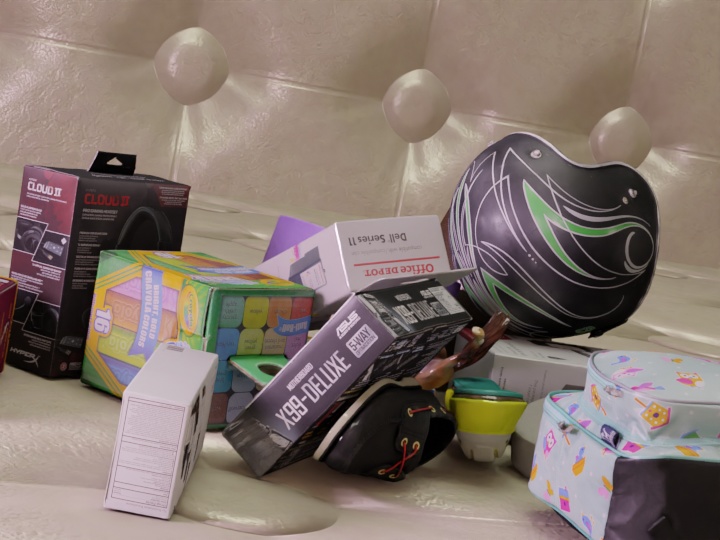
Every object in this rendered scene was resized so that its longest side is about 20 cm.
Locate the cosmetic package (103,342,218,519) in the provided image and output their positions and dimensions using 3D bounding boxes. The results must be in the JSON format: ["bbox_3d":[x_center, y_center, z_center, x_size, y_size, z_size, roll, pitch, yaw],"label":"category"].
[{"bbox_3d":[-0.140,0.111,1.230,0.051,0.083,0.200,13,7,-1],"label":"cosmetic package"}]

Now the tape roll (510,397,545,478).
[{"bbox_3d":[0.230,0.148,1.491,0.202,0.037,0.203,-1,13,0],"label":"tape roll"}]

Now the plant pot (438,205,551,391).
[{"bbox_3d":[0.133,0.023,1.859,0.186,0.200,0.187,10,7,-1],"label":"plant pot"}]

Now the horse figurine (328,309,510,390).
[{"bbox_3d":[0.032,0.069,1.521,0.199,0.050,0.133,3,-31,-13],"label":"horse figurine"}]

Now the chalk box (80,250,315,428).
[{"bbox_3d":[-0.126,0.061,1.468,0.200,0.124,0.124,15,8,41],"label":"chalk box"}]

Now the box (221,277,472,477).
[{"bbox_3d":[-0.006,0.082,1.361,0.050,0.158,0.200,48,18,12],"label":"box"}]

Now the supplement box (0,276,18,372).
[{"bbox_3d":[-0.355,0.049,1.384,0.110,0.086,0.200,11,7,-1],"label":"supplement box"}]

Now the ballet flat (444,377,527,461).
[{"bbox_3d":[0.105,0.130,1.472,0.067,0.067,0.200,4,-1,-1],"label":"ballet flat"}]

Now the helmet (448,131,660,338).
[{"bbox_3d":[0.182,-0.033,1.706,0.190,0.201,0.200,8,7,-23],"label":"helmet"}]

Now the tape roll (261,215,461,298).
[{"bbox_3d":[-0.004,0.017,1.739,0.200,0.085,0.200,21,-3,1],"label":"tape roll"}]

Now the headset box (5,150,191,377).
[{"bbox_3d":[-0.241,-0.010,1.563,0.077,0.201,0.149,15,7,36],"label":"headset box"}]

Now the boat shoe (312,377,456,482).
[{"bbox_3d":[0.024,0.128,1.340,0.063,0.074,0.201,43,14,14],"label":"boat shoe"}]

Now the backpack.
[{"bbox_3d":[0.225,0.139,1.285,0.175,0.154,0.200,2,3,-21],"label":"backpack"}]

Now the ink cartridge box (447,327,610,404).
[{"bbox_3d":[0.199,0.119,1.658,0.200,0.084,0.145,8,6,-12],"label":"ink cartridge box"}]

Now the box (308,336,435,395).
[{"bbox_3d":[0.002,0.107,1.655,0.119,0.042,0.200,10,9,-7],"label":"box"}]

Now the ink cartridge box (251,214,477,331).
[{"bbox_3d":[0.000,0.000,1.526,0.117,0.067,0.200,-6,-12,-35],"label":"ink cartridge box"}]
